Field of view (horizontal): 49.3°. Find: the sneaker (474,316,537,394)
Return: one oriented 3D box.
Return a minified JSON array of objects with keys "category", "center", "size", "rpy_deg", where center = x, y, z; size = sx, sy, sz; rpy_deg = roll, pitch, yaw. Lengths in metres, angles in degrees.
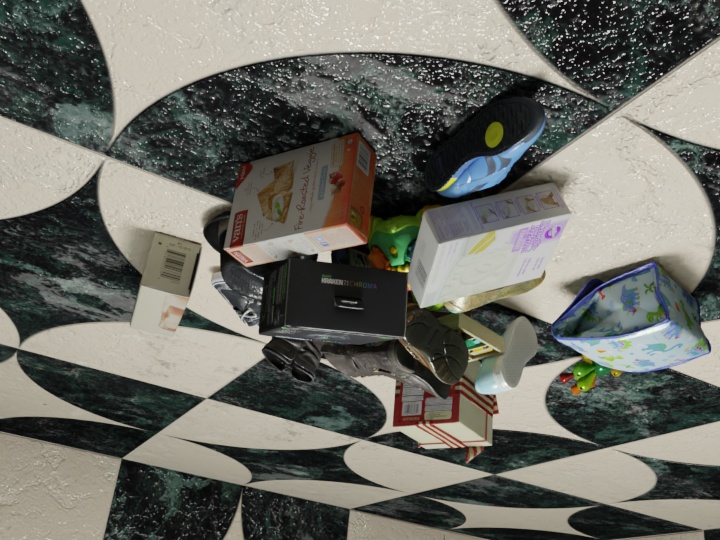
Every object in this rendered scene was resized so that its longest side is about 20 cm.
[{"category":"sneaker","center":[0.249,0.147,1.380],"size":[0.081,0.200,0.075],"rpy_deg":[-24,100,36]}]

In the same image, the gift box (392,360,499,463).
[{"category":"gift box","center":[0.174,0.287,1.645],"size":[0.181,0.205,0.186],"rpy_deg":[-6,153,34]}]

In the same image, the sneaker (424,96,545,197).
[{"category":"sneaker","center":[0.163,-0.146,0.956],"size":[0.077,0.068,0.199],"rpy_deg":[9,156,-31]}]

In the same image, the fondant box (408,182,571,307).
[{"category":"fondant box","center":[0.171,-0.033,1.065],"size":[0.195,0.059,0.146],"rpy_deg":[-14,147,-17]}]

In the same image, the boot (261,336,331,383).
[{"category":"boot","center":[-0.136,0.092,1.352],"size":[0.198,0.133,0.070],"rpy_deg":[34,145,1]}]

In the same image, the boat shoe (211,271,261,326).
[{"category":"boat shoe","center":[-0.198,0.068,1.443],"size":[0.070,0.069,0.199],"rpy_deg":[-13,147,33]}]

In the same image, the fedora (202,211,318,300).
[{"category":"fedora","center":[-0.164,-0.010,1.254],"size":[0.195,0.094,0.202],"rpy_deg":[6,153,3]}]

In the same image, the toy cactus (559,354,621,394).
[{"category":"toy cactus","center":[0.468,0.166,1.477],"size":[0.161,0.104,0.201],"rpy_deg":[-9,153,-12]}]

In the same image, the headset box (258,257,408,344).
[{"category":"headset box","center":[-0.041,0.048,1.106],"size":[0.170,0.095,0.200],"rpy_deg":[7,170,-18]}]

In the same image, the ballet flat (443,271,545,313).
[{"category":"ballet flat","center":[0.208,0.007,1.175],"size":[0.196,0.072,0.071],"rpy_deg":[-18,164,-26]}]

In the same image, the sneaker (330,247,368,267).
[{"category":"sneaker","center":[0.000,0.000,1.278],"size":[0.083,0.079,0.201],"rpy_deg":[-8,159,6]}]

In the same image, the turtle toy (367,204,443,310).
[{"category":"turtle toy","center":[0.084,-0.013,1.181],"size":[0.143,0.103,0.200],"rpy_deg":[-8,149,28]}]

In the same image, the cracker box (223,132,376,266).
[{"category":"cracker box","center":[-0.080,-0.090,1.033],"size":[0.196,0.137,0.058],"rpy_deg":[-11,149,30]}]

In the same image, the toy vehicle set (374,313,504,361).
[{"category":"toy vehicle set","center":[0.133,0.127,1.345],"size":[0.123,0.027,0.198],"rpy_deg":[29,146,-34]}]

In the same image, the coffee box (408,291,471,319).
[{"category":"coffee box","center":[0.133,0.090,1.393],"size":[0.110,0.082,0.201],"rpy_deg":[6,153,4]}]

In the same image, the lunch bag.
[{"category":"lunch bag","center":[0.434,0.092,1.275],"size":[0.198,0.130,0.168],"rpy_deg":[-30,137,36]}]

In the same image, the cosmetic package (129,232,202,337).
[{"category":"cosmetic package","center":[-0.341,0.030,1.369],"size":[0.085,0.106,0.200],"rpy_deg":[16,153,-15]}]

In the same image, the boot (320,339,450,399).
[{"category":"boot","center":[0.047,0.165,1.354],"size":[0.171,0.071,0.199],"rpy_deg":[-10,144,41]}]

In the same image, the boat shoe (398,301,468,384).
[{"category":"boat shoe","center":[0.103,0.106,1.235],"size":[0.073,0.076,0.200],"rpy_deg":[26,163,47]}]
